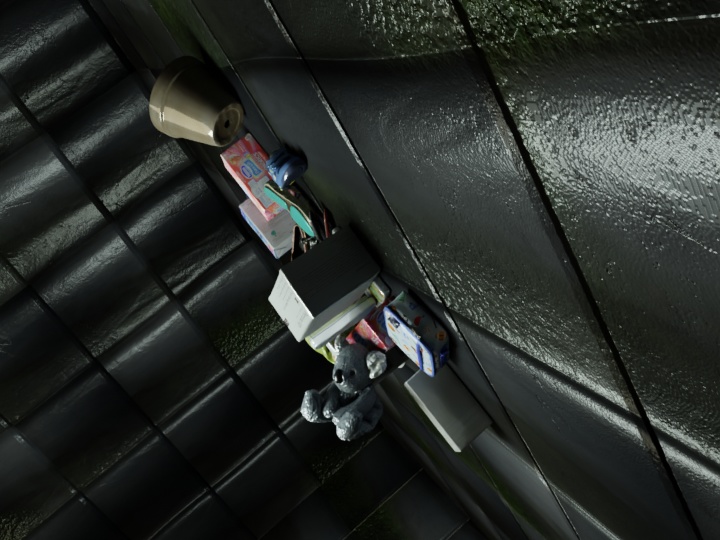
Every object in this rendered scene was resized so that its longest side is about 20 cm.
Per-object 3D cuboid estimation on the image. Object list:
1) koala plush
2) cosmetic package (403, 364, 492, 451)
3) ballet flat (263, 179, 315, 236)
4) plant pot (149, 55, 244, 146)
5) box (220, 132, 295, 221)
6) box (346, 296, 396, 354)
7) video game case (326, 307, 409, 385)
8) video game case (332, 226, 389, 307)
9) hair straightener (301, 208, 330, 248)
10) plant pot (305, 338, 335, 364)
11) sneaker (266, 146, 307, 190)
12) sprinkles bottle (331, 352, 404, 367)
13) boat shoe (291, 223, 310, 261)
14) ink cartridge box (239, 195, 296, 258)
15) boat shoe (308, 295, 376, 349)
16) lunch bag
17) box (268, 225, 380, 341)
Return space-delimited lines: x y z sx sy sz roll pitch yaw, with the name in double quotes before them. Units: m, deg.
"koala plush" -0.020 0.261 1.647 0.176 0.182 0.204 17 105 39
"cosmetic package" 0.199 0.305 1.612 0.201 0.106 0.090 52 170 12
"ballet flat" -0.161 -0.169 1.762 0.200 0.062 0.068 43 158 15
"plant pot" -0.388 -0.394 1.720 0.172 0.201 0.201 32 164 17
"box" -0.271 -0.247 1.866 0.201 0.102 0.095 50 169 10
"box" 0.042 0.156 1.694 0.096 0.099 0.200 51 154 8
"video game case" 0.013 0.189 1.816 0.201 0.181 0.023 50 145 11
"video game case" 0.000 0.000 1.711 0.201 0.023 0.182 52 170 12
"hair straightener" -0.108 -0.081 1.718 0.201 0.075 0.042 82 -178 -62
"plant pot" -0.060 0.177 1.980 0.201 0.199 0.190 55 180 -16
"sneaker" -0.173 -0.232 1.567 0.083 0.074 0.200 56 168 -8
"sprinkles bottle" 0.024 0.216 1.871 0.197 0.070 0.068 9 -176 -19
"boat shoe" -0.154 -0.032 1.827 0.069 0.070 0.204 12 108 31
"ink cartridge box" -0.241 -0.156 1.934 0.201 0.136 0.077 50 166 14
"boat shoe" -0.053 0.117 1.728 0.063 0.199 0.072 56 -171 15
"lunch bag" 0.124 0.140 1.489 0.160 0.075 0.201 46 169 24
"box" -0.085 0.033 1.588 0.131 0.199 0.199 52 156 8
